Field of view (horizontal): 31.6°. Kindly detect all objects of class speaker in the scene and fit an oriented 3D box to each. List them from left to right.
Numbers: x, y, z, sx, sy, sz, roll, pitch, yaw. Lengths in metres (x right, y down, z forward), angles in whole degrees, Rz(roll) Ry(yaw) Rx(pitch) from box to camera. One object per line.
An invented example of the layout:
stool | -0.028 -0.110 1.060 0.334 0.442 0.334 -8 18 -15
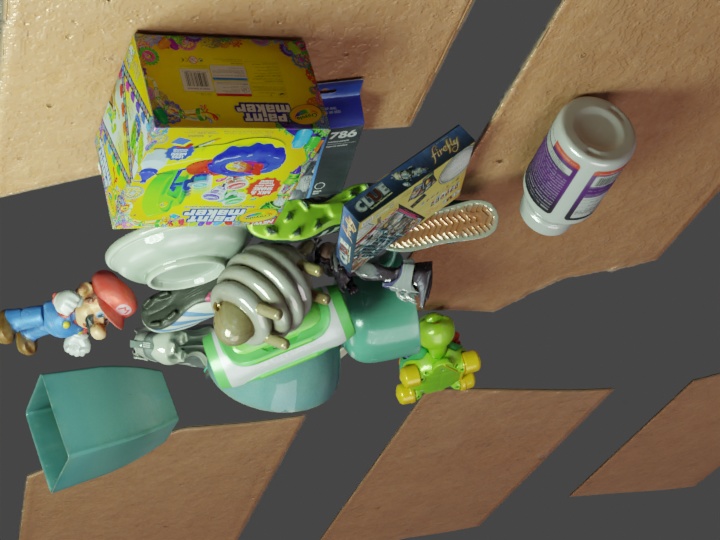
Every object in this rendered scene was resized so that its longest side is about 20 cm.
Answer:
speaker | -0.110 0.090 1.729 0.198 0.089 0.089 -22 154 -3

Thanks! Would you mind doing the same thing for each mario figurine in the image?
mario figurine | -0.388 0.073 1.702 0.198 0.107 0.123 -18 -170 18

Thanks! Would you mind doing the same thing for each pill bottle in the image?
pill bottle | 0.286 -0.133 1.727 0.110 0.112 0.201 -8 153 -19

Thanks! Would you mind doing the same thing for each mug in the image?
mug | 0.014 0.043 1.883 0.113 0.187 0.152 -12 178 -6

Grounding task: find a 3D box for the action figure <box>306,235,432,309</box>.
action figure | 0.000 0.000 1.751 0.197 0.070 0.130 12 178 8

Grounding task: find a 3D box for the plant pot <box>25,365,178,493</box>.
plant pot | -0.397 0.235 1.988 0.198 0.142 0.142 -10 154 -32

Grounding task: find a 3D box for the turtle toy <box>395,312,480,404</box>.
turtle toy | 0.126 0.145 2.180 0.144 0.102 0.201 -12 153 -10

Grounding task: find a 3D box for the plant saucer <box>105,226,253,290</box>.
plant saucer | -0.231 -0.015 1.661 0.198 0.051 0.200 -14 164 -4

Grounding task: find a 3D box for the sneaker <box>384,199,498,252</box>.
sneaker | 0.093 -0.063 1.786 0.197 0.072 0.080 -3 180 0

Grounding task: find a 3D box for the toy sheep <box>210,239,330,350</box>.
toy sheep | -0.118 0.027 1.647 0.200 0.138 0.138 -44 173 -37

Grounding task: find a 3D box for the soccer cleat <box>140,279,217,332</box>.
soccer cleat | -0.215 0.032 1.799 0.198 0.071 0.086 -20 170 9

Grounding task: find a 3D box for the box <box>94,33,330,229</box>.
box | -0.167 -0.149 1.399 0.198 0.123 0.193 -3 152 -27

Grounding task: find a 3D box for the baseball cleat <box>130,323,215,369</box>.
baseball cleat | -0.275 0.107 1.909 0.105 0.071 0.200 9 175 21

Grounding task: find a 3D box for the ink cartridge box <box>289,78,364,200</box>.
ink cartridge box | -0.055 -0.155 1.554 0.098 0.040 0.201 -9 152 -16

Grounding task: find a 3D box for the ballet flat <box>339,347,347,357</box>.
ballet flat | -0.077 0.128 2.057 0.199 0.073 0.072 -25 153 16

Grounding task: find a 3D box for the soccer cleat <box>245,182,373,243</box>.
soccer cleat | -0.063 -0.069 1.677 0.198 0.068 0.081 -12 167 -25

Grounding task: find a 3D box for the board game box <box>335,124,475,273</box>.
board game box | 0.057 -0.092 1.662 0.199 0.035 0.136 -36 160 -22

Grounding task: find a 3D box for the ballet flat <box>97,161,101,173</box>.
ballet flat | -0.219 -0.099 1.527 0.199 0.072 0.072 9 143 -43

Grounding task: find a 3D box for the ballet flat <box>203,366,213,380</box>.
ballet flat | -0.147 0.138 1.959 0.199 0.073 0.073 -26 164 -39

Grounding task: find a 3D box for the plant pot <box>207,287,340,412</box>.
plant pot | -0.116 0.089 1.850 0.198 0.201 0.136 -4 125 -26
